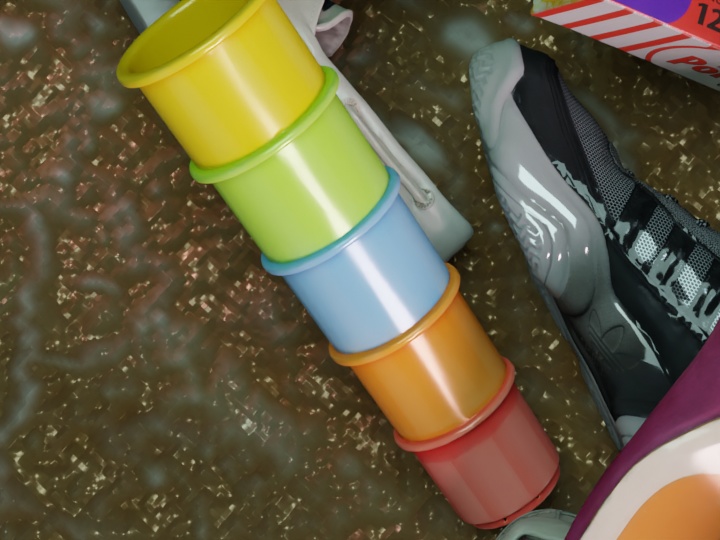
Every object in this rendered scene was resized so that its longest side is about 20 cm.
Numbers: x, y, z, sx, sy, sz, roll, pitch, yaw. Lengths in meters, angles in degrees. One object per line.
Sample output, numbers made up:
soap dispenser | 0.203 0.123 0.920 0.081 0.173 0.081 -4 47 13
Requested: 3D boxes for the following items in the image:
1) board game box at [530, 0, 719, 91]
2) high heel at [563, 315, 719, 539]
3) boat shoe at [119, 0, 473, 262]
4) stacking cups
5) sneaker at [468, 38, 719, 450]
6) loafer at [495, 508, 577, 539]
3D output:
board game box | 0.153 -0.155 0.976 0.151 0.046 0.201 19 79 -23
high heel | 0.125 0.028 0.912 0.067 0.096 0.200 32 106 -21
boat shoe | -0.033 -0.077 1.013 0.065 0.072 0.201 -33 75 -4
stacking cups | 0.000 0.000 0.944 0.060 0.061 0.201 -34 109 0
sneaker | 0.118 -0.002 0.971 0.113 0.075 0.201 -27 80 1
loafer | 0.118 0.151 0.934 0.200 0.070 0.070 37 85 14
